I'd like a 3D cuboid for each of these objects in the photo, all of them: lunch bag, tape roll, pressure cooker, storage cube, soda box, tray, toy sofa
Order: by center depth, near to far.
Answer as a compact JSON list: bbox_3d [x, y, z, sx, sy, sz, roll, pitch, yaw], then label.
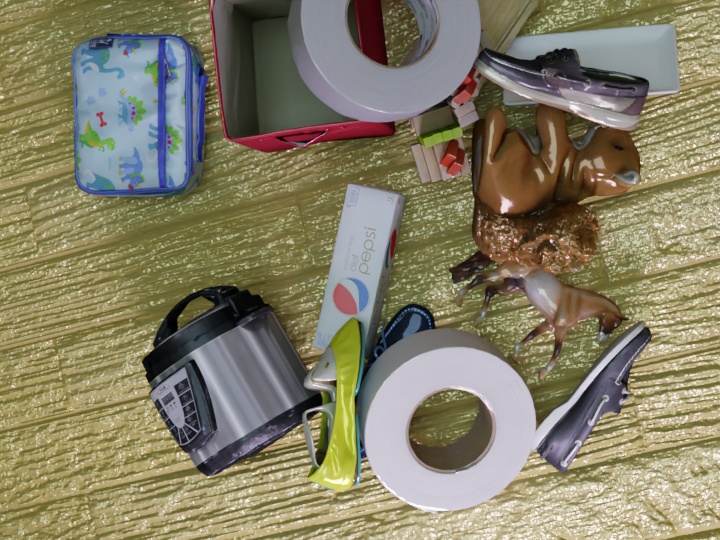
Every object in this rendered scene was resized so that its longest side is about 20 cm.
[{"bbox_3d":[0.025,-0.261,1.478,0.199,0.066,0.201,1,86,-15],"label":"tape roll"},{"bbox_3d":[0.097,0.172,1.589,0.201,0.071,0.203,-3,106,-9],"label":"tape roll"},{"bbox_3d":[0.266,-0.233,1.602,0.199,0.022,0.108,-3,53,12],"label":"tray"},{"bbox_3d":[-0.064,-0.237,1.607,0.170,0.180,0.201,-7,89,11],"label":"storage cube"},{"bbox_3d":[0.124,-0.271,1.628,0.083,0.098,0.200,32,96,-15],"label":"toy sofa"},{"bbox_3d":[-0.160,0.121,1.629,0.175,0.179,0.201,-29,85,-3],"label":"pressure cooker"},{"bbox_3d":[0.000,0.000,1.649,0.063,0.068,0.201,13,93,11],"label":"soda box"},{"bbox_3d":[-0.269,-0.190,1.700,0.160,0.082,0.201,2,91,9],"label":"lunch bag"}]

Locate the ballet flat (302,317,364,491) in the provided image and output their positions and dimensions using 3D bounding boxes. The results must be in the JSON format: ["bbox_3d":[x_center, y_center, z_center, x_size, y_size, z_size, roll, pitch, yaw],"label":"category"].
[{"bbox_3d":[-0.032,0.148,1.562,0.067,0.067,0.201,7,74,-17],"label":"ballet flat"}]

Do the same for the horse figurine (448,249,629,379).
[{"bbox_3d":[0.197,0.034,1.610,0.200,0.050,0.133,41,77,17],"label":"horse figurine"}]

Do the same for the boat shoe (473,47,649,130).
[{"bbox_3d":[0.223,-0.213,1.520,0.199,0.072,0.065,18,111,-9],"label":"boat shoe"}]

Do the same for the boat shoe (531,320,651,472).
[{"bbox_3d":[0.274,0.146,1.590,0.060,0.074,0.200,41,100,9],"label":"boat shoe"}]

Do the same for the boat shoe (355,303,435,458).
[{"bbox_3d":[0.038,0.137,1.640,0.084,0.069,0.201,19,93,11],"label":"boat shoe"}]

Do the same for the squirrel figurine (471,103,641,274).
[{"bbox_3d":[0.224,-0.091,1.578,0.186,0.142,0.201,4,82,-2],"label":"squirrel figurine"}]

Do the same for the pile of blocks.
[{"bbox_3d":[0.099,-0.193,1.561,0.082,0.062,0.201,5,102,-10],"label":"pile of blocks"}]
